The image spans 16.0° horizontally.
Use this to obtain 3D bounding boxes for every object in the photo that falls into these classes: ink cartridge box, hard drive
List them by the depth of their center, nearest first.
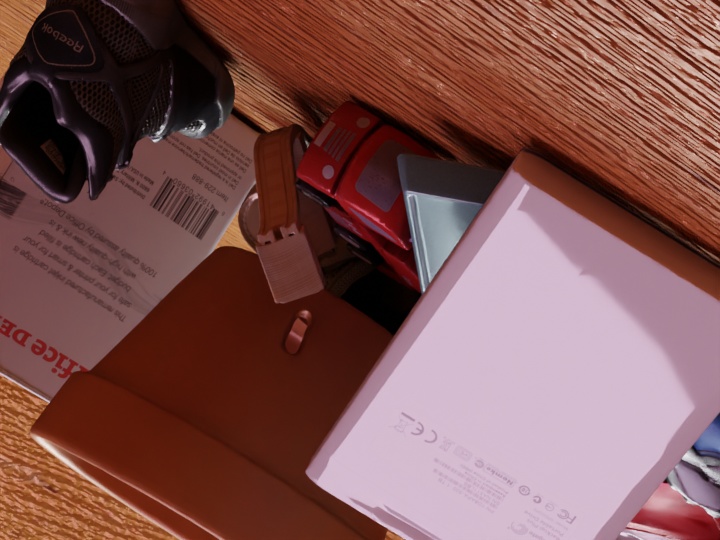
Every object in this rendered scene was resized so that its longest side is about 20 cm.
[{"bbox_3d":[0.077,0.055,1.117,0.132,0.200,0.025,32,-144,-2],"label":"hard drive"},{"bbox_3d":[-0.168,-0.032,1.499,0.146,0.200,0.084,36,174,-33],"label":"ink cartridge box"}]

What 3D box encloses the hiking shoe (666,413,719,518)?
[{"bbox_3d":[0.123,0.046,1.168,0.200,0.074,0.087,17,134,-9],"label":"hiking shoe"}]

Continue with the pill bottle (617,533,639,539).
[{"bbox_3d":[0.164,0.172,1.643,0.112,0.112,0.200,31,145,12],"label":"pill bottle"}]

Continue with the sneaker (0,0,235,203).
[{"bbox_3d":[-0.128,-0.085,1.290,0.076,0.114,0.199,32,177,13],"label":"sneaker"}]

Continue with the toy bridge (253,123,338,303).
[{"bbox_3d":[-0.033,-0.040,1.315,0.200,0.027,0.067,-73,-35,-75],"label":"toy bridge"}]

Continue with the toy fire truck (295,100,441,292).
[{"bbox_3d":[0.056,-0.003,1.275,0.141,0.049,0.200,31,172,23],"label":"toy fire truck"}]

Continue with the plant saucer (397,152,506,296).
[{"bbox_3d":[0.058,0.010,1.207,0.070,0.019,0.200,11,153,14],"label":"plant saucer"}]

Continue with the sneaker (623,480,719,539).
[{"bbox_3d":[0.127,0.090,1.284,0.200,0.078,0.116,7,150,-2],"label":"sneaker"}]

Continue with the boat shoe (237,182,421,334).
[{"bbox_3d":[0.000,0.000,1.415,0.200,0.072,0.065,29,-149,33],"label":"boat shoe"}]

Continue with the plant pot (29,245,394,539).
[{"bbox_3d":[-0.053,0.081,1.349,0.200,0.140,0.200,32,170,6],"label":"plant pot"}]
